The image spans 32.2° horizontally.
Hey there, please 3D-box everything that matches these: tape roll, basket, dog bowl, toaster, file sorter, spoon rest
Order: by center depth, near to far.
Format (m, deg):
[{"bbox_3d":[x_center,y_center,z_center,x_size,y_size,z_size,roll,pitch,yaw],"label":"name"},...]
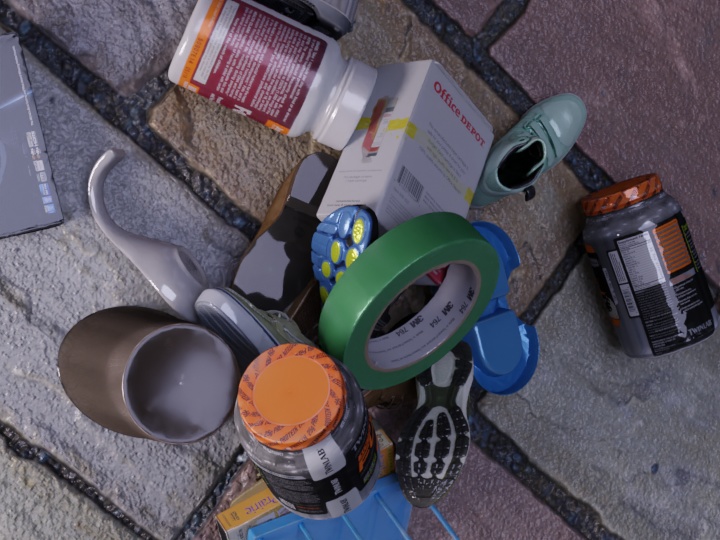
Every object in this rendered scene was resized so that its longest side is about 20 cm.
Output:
[{"bbox_3d":[-0.197,0.107,1.236,0.180,0.200,0.136,21,82,-20],"label":"basket"},{"bbox_3d":[0.051,0.033,1.273,0.200,0.201,0.048,-30,57,-19],"label":"tape roll"},{"bbox_3d":[-0.222,-0.028,1.299,0.061,0.099,0.200,-32,87,10],"label":"spoon rest"},{"bbox_3d":[-0.006,0.322,1.304,0.199,0.123,0.139,-17,136,-27],"label":"file sorter"},{"bbox_3d":[-0.082,-0.338,1.341,0.199,0.114,0.130,24,77,-17],"label":"toaster"},{"bbox_3d":[0.138,0.044,1.436,0.111,0.050,0.201,-17,95,-35],"label":"dog bowl"}]

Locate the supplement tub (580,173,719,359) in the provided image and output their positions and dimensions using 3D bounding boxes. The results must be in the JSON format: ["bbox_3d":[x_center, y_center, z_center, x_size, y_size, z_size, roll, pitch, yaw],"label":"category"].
[{"bbox_3d":[0.340,-0.006,1.487,0.122,0.122,0.201,-22,96,-20],"label":"supplement tub"}]

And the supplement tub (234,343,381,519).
[{"bbox_3d":[-0.050,0.153,1.188,0.122,0.200,0.123,-3,63,7],"label":"supplement tub"}]

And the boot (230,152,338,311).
[{"bbox_3d":[-0.084,-0.031,1.348,0.073,0.075,0.200,30,79,-18],"label":"boot"}]

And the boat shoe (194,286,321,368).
[{"bbox_3d":[-0.092,0.075,1.292,0.200,0.072,0.062,48,60,-33],"label":"boat shoe"}]

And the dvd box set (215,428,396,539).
[{"bbox_3d":[-0.052,0.263,1.332,0.200,0.029,0.147,-26,139,-18],"label":"dvd box set"}]

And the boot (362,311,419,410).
[{"bbox_3d":[0.025,0.132,1.383,0.200,0.074,0.076,-38,113,-29],"label":"boot"}]

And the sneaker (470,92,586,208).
[{"bbox_3d":[0.210,-0.142,1.443,0.200,0.118,0.074,-40,101,-19],"label":"sneaker"}]

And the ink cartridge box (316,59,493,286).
[{"bbox_3d":[0.053,-0.105,1.354,0.145,0.083,0.201,44,59,-42],"label":"ink cartridge box"}]

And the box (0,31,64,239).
[{"bbox_3d":[-0.399,-0.125,1.248,0.160,0.044,0.201,-14,94,-21],"label":"box"}]

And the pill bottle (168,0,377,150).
[{"bbox_3d":[-0.091,-0.211,1.317,0.199,0.114,0.115,24,80,-9],"label":"pill bottle"}]

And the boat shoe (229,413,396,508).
[{"bbox_3d":[-0.059,0.221,1.365,0.200,0.063,0.073,-28,141,-15],"label":"boat shoe"}]

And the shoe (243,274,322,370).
[{"bbox_3d":[-0.055,0.047,1.372,0.200,0.053,0.070,-47,112,-17],"label":"shoe"}]

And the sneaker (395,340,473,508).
[{"bbox_3d":[0.088,0.174,1.347,0.077,0.089,0.200,6,53,14],"label":"sneaker"}]

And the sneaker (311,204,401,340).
[{"bbox_3d":[0.000,0.000,1.291,0.083,0.071,0.200,-34,145,-25],"label":"sneaker"}]
